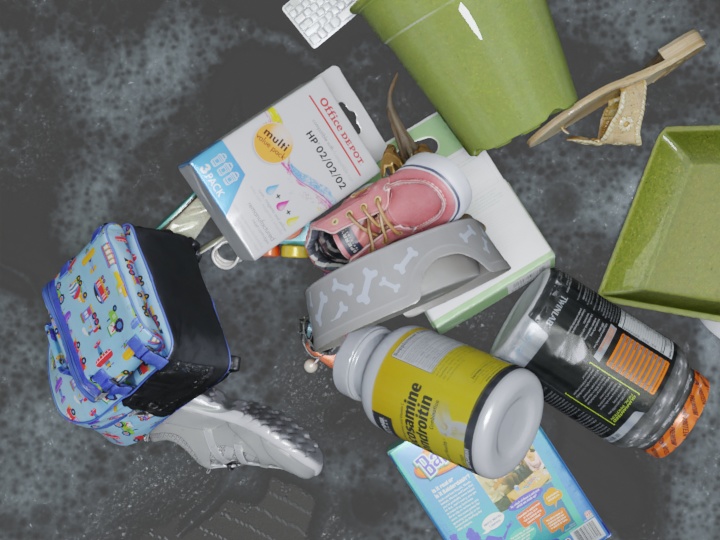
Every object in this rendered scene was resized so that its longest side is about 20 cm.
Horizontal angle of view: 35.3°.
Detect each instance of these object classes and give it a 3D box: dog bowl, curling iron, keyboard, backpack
[{"bbox_3d":[0.039,0.012,1.055,0.200,0.200,0.059,-23,85,1],"label":"dog bowl"},{"bbox_3d":[0.000,0.000,1.151,0.050,0.026,0.200,34,83,-17],"label":"curling iron"},{"bbox_3d":[0.010,-0.321,1.205,0.200,0.011,0.056,-39,89,2],"label":"keyboard"},{"bbox_3d":[-0.242,0.072,1.124,0.200,0.134,0.183,-39,59,27],"label":"backpack"}]

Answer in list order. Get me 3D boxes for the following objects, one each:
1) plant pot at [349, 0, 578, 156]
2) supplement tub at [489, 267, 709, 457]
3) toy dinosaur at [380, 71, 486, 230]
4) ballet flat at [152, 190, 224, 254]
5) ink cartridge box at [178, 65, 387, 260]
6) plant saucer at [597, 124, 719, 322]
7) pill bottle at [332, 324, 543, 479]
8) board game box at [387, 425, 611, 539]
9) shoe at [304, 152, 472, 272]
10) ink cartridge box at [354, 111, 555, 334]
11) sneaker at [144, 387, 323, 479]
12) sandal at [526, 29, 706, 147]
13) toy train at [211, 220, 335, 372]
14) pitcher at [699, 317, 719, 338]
[{"bbox_3d":[0.119,-0.222,1.118,0.200,0.200,0.190,-28,95,1],"label":"plant pot"},{"bbox_3d":[0.242,0.096,1.147,0.200,0.123,0.123,33,91,0],"label":"supplement tub"},{"bbox_3d":[0.053,-0.113,1.144,0.060,0.106,0.200,-30,82,11],"label":"toy dinosaur"},{"bbox_3d":[-0.145,-0.077,1.190,0.062,0.067,0.200,43,101,-10],"label":"ballet flat"},{"bbox_3d":[-0.064,-0.112,1.124,0.200,0.068,0.115,-37,102,-15],"label":"ink cartridge box"},{"bbox_3d":[0.345,-0.044,1.116,0.048,0.200,0.200,24,84,-26],"label":"plant saucer"},{"bbox_3d":[0.072,0.120,1.123,0.200,0.112,0.112,20,91,36],"label":"pill bottle"},{"bbox_3d":[0.144,0.230,1.189,0.152,0.045,0.200,-33,90,2],"label":"board game box"},{"bbox_3d":[0.021,-0.045,1.049,0.091,0.200,0.072,-42,102,-25],"label":"shoe"},{"bbox_3d":[0.092,-0.055,1.189,0.145,0.048,0.200,-31,74,1],"label":"ink cartridge box"},{"bbox_3d":[-0.134,0.179,1.189,0.200,0.075,0.082,22,97,13],"label":"sneaker"},{"bbox_3d":[0.279,-0.164,1.167,0.211,0.078,0.070,-33,84,-4],"label":"sandal"},{"bbox_3d":[-0.057,0.008,1.187,0.200,0.056,0.150,42,91,0],"label":"toy train"},{"bbox_3d":[0.421,-0.027,1.148,0.121,0.172,0.200,20,112,-23],"label":"pitcher"}]
